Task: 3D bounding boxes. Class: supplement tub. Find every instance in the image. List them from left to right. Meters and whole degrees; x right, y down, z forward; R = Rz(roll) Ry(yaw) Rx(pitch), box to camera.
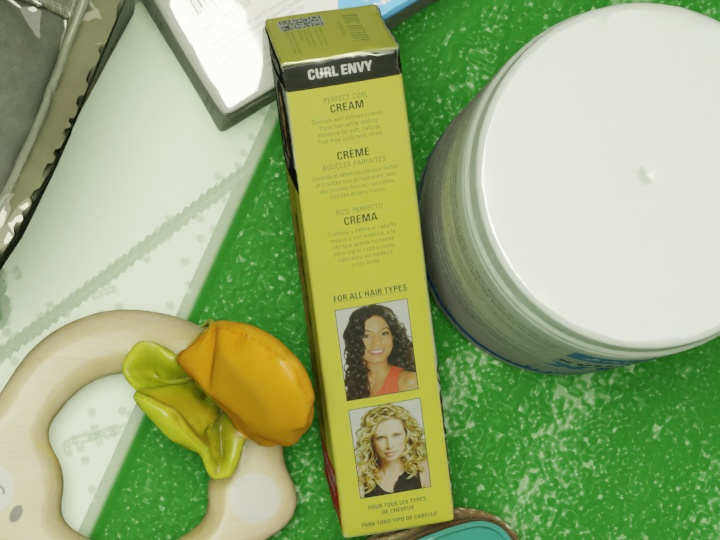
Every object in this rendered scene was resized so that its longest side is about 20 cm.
[{"bbox_3d":[0.094,-0.027,1.113,0.131,0.200,0.133,0,86,-5],"label":"supplement tub"}]

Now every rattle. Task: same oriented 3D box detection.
[{"bbox_3d":[-0.120,0.093,1.122,0.199,0.143,0.131,-15,106,-12],"label":"rattle"}]

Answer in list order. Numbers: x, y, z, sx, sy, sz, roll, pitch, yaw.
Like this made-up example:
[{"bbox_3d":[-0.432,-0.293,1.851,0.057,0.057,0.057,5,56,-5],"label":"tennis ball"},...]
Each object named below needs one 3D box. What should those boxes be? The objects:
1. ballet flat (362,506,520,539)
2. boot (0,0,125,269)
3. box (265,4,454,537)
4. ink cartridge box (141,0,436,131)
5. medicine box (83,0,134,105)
[{"bbox_3d":[-0.027,0.150,1.154,0.199,0.065,0.071,-12,79,-14],"label":"ballet flat"},{"bbox_3d":[-0.198,-0.098,1.055,0.199,0.073,0.183,23,71,-10],"label":"boot"},{"bbox_3d":[0.000,0.000,1.134,0.050,0.075,0.201,-9,110,-4],"label":"box"},{"bbox_3d":[-0.061,-0.175,1.176,0.115,0.068,0.201,-31,90,-5],"label":"ink cartridge box"},{"bbox_3d":[-0.219,-0.080,1.139,0.199,0.103,0.183,28,85,-2],"label":"medicine box"}]
